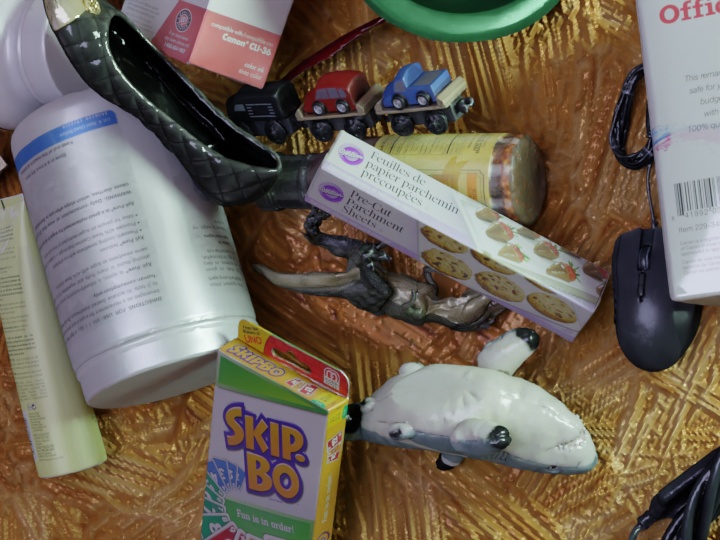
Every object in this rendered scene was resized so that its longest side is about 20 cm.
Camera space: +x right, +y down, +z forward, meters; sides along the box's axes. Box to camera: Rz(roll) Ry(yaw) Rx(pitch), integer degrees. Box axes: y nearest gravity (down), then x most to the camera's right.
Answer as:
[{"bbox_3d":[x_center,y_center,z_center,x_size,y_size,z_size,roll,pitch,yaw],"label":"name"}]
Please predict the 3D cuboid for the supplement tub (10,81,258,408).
[{"bbox_3d":[-0.154,-0.019,1.719,0.132,0.132,0.200,-21,77,23],"label":"supplement tub"}]

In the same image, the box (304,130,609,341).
[{"bbox_3d":[0.063,-0.021,1.612,0.200,0.039,0.041,28,140,-2],"label":"box"}]

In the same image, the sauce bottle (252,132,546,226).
[{"bbox_3d":[0.023,-0.059,1.673,0.200,0.066,0.066,-1,86,28],"label":"sauce bottle"}]

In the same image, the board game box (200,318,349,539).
[{"bbox_3d":[-0.059,0.135,1.669,0.095,0.030,0.200,27,125,28],"label":"board game box"}]

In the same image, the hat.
[{"bbox_3d":[0.034,-0.214,1.702,0.200,0.176,0.166,-9,83,-15],"label":"hat"}]

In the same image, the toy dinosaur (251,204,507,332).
[{"bbox_3d":[0.000,0.000,1.668,0.200,0.088,0.048,12,59,26],"label":"toy dinosaur"}]

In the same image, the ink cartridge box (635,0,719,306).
[{"bbox_3d":[0.260,-0.085,1.545,0.147,0.086,0.201,-8,82,26],"label":"ink cartridge box"}]

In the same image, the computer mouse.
[{"bbox_3d":[0.185,-0.035,1.608,0.059,0.034,0.201,-6,84,27],"label":"computer mouse"}]

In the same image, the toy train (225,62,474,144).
[{"bbox_3d":[-0.010,-0.112,1.668,0.200,0.034,0.046,-1,121,37],"label":"toy train"}]

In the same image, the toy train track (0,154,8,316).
[{"bbox_3d":[-0.277,-0.015,1.837,0.115,0.033,0.200,-39,77,11],"label":"toy train track"}]

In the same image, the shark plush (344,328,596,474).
[{"bbox_3d":[0.049,0.111,1.634,0.200,0.083,0.091,-13,46,22],"label":"shark plush"}]

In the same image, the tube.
[{"bbox_3d":[-0.227,0.045,1.772,0.058,0.052,0.200,-14,94,18],"label":"tube"}]

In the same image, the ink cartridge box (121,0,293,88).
[{"bbox_3d":[-0.085,-0.237,1.708,0.116,0.067,0.200,27,99,54],"label":"ink cartridge box"}]

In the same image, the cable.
[{"bbox_3d":[0.271,0.171,1.543,0.200,0.051,0.163,-38,72,19],"label":"cable"}]

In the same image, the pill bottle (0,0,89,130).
[{"bbox_3d":[-0.273,-0.155,1.784,0.200,0.112,0.112,0,87,34],"label":"pill bottle"}]

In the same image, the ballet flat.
[{"bbox_3d":[-0.130,-0.123,1.657,0.200,0.067,0.057,44,129,-15],"label":"ballet flat"}]
